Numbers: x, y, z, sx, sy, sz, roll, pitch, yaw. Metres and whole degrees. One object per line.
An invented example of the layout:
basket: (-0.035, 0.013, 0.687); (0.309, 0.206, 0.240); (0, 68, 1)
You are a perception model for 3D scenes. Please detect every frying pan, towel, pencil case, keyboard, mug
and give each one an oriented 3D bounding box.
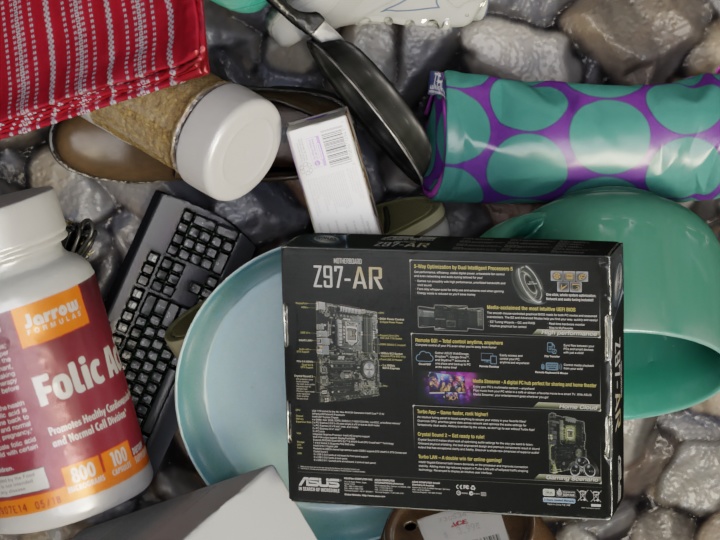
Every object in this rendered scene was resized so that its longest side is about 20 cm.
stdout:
frying pan: (-0.016, -0.131, 1.538); (0.031, 0.115, 0.190); (-38, 84, -3)
towel: (-0.182, -0.162, 1.504); (0.200, 0.022, 0.145); (-15, 69, 24)
pencil case: (0.139, -0.088, 1.579); (0.200, 0.085, 0.093); (1, 60, -3)
keyboard: (-0.162, 0.042, 1.619); (0.127, 0.021, 0.200); (23, 96, -6)
mug: (0.153, 0.010, 1.546); (0.152, 0.185, 0.115); (-7, 64, 13)

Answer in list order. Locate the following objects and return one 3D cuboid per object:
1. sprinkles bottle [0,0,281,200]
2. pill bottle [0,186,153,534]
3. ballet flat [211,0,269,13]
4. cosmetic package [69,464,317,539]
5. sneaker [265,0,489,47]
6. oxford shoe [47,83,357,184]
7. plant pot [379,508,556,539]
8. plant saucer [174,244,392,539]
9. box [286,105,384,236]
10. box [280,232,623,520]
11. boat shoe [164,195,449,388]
sprinkles bottle: (-0.141, -0.114, 1.522); (0.200, 0.068, 0.068); (31, 98, 31)
pill bottle: (-0.210, 0.055, 1.552); (0.114, 0.114, 0.200); (-16, 99, 0)
ballet flat: (-0.132, -0.234, 1.550); (0.200, 0.070, 0.067); (28, 57, -8)
cosmetic package: (-0.130, 0.196, 1.550); (0.200, 0.101, 0.071); (-23, 101, 44)
sneaker: (0.035, -0.186, 1.569); (0.200, 0.075, 0.087); (-25, 104, 3)
oxford shoe: (-0.102, -0.089, 1.570); (0.200, 0.084, 0.073); (-4, 100, 0)
plant pot: (0.074, 0.231, 1.533); (0.187, 0.187, 0.200); (-11, 129, -1)
plant saucer: (-0.017, 0.075, 1.558); (0.200, 0.027, 0.201); (0, 103, 0)
box: (0.000, 0.000, 1.509); (0.041, 0.039, 0.200); (-16, 102, 5)
box: (0.055, 0.061, 1.458); (0.200, 0.044, 0.161); (1, 102, 15)
boat shoe: (-0.025, 0.021, 1.600); (0.200, 0.075, 0.068); (-28, 109, 4)
